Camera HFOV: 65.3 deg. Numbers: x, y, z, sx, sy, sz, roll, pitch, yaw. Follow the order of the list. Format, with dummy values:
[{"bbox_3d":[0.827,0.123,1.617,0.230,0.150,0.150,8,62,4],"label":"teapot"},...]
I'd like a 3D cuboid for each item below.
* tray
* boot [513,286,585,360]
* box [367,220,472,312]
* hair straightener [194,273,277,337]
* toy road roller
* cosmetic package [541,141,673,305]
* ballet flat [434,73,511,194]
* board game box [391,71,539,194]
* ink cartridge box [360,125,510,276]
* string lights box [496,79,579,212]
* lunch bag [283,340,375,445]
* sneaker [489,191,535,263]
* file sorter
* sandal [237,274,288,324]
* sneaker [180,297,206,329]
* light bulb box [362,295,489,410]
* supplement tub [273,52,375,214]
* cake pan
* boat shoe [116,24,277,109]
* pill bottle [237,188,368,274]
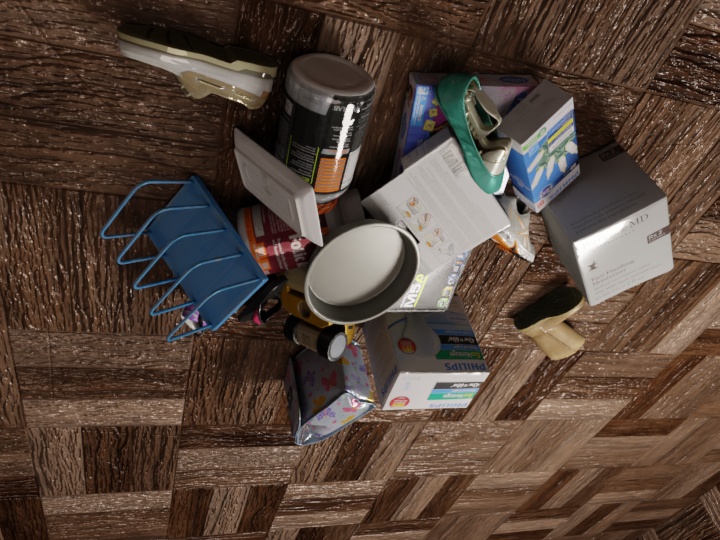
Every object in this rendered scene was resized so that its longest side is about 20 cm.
[{"bbox_3d":[-0.125,-0.117,0.803,0.022,0.200,0.108,-32,142,-24],"label":"tray"},{"bbox_3d":[0.471,0.126,1.305,0.174,0.067,0.199,-29,135,32],"label":"boot"},{"bbox_3d":[0.108,-0.019,1.013,0.191,0.048,0.202,2,119,-35],"label":"box"},{"bbox_3d":[-0.213,0.057,0.974,0.041,0.200,0.078,29,137,14],"label":"hair straightener"},{"bbox_3d":[-0.059,0.053,1.041,0.145,0.122,0.203,-30,128,-44],"label":"toy road roller"},{"bbox_3d":[0.435,-0.080,1.008,0.163,0.166,0.200,-27,135,12],"label":"cosmetic package"},{"bbox_3d":[0.175,-0.191,0.803,0.070,0.068,0.201,5,138,49],"label":"ballet flat"},{"bbox_3d":[0.159,-0.209,0.892,0.196,0.041,0.202,-4,135,-12],"label":"board game box"},{"bbox_3d":[0.123,-0.103,0.909,0.172,0.044,0.200,-31,125,19],"label":"ink cartridge box"},{"bbox_3d":[0.285,-0.189,0.887,0.103,0.059,0.200,-42,146,1],"label":"string lights box"},{"bbox_3d":[-0.087,0.255,1.200,0.199,0.171,0.127,-38,133,23],"label":"lunch bag"},{"bbox_3d":[0.290,-0.079,1.034,0.199,0.075,0.093,24,95,-55],"label":"sneaker"},{"bbox_3d":[-0.266,-0.017,0.832,0.138,0.201,0.122,-40,171,25],"label":"file sorter"},{"bbox_3d":[-0.170,0.065,1.007,0.075,0.045,0.200,-42,-178,-31],"label":"sandal"},{"bbox_3d":[-0.257,0.026,0.952,0.072,0.115,0.202,20,132,7],"label":"sneaker"},{"bbox_3d":[0.126,0.162,1.143,0.195,0.202,0.126,3,134,-19],"label":"light bulb box"},{"bbox_3d":[-0.058,-0.187,0.796,0.121,0.124,0.202,3,134,-18],"label":"supplement tub"},{"bbox_3d":[0.000,0.000,0.898,0.197,0.037,0.202,-14,133,-16],"label":"cake pan"},{"bbox_3d":[-0.208,-0.256,0.720,0.197,0.075,0.069,8,127,-23],"label":"boat shoe"},{"bbox_3d":[-0.091,-0.065,0.915,0.197,0.115,0.115,-13,137,-2],"label":"pill bottle"}]
